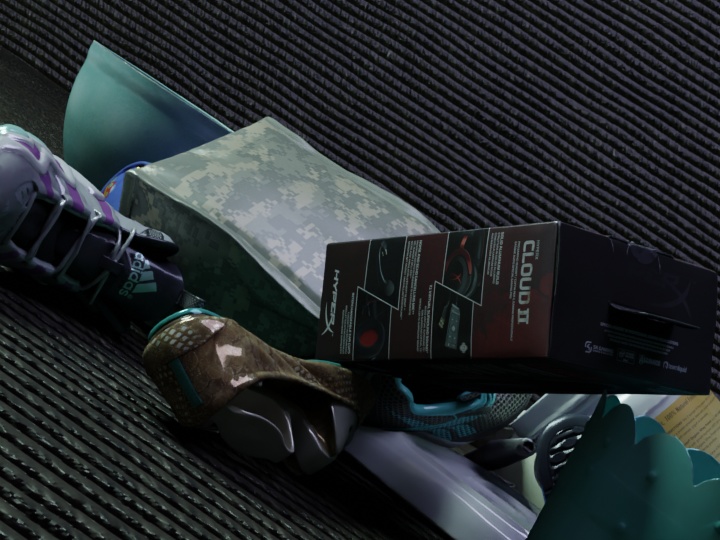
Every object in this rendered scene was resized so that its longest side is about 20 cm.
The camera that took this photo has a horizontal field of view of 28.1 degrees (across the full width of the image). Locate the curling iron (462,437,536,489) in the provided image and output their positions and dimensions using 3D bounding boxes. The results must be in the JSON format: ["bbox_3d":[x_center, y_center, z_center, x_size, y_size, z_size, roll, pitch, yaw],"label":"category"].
[{"bbox_3d":[0.107,0.144,1.080,0.049,0.026,0.200,33,-17,5],"label":"curling iron"}]

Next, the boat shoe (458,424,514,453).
[{"bbox_3d":[0.081,0.101,1.161,0.201,0.061,0.072,23,26,-54],"label":"boat shoe"}]

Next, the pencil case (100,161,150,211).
[{"bbox_3d":[-0.129,-0.019,1.217,0.200,0.087,0.078,31,36,-38],"label":"pencil case"}]

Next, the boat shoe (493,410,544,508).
[{"bbox_3d":[0.168,0.186,1.202,0.060,0.072,0.202,27,12,-32],"label":"boat shoe"}]

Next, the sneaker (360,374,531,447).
[{"bbox_3d":[0.064,0.087,1.023,0.199,0.078,0.091,1,-10,-42],"label":"sneaker"}]

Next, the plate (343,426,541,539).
[{"bbox_3d":[0.093,0.170,0.985,0.199,0.032,0.200,35,3,30],"label":"plate"}]

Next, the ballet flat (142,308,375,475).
[{"bbox_3d":[-0.046,0.079,0.782,0.200,0.070,0.066,26,35,-55],"label":"ballet flat"}]

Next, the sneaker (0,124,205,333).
[{"bbox_3d":[-0.152,-0.012,0.820,0.139,0.078,0.200,33,3,5],"label":"sneaker"}]

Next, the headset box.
[{"bbox_3d":[0.095,0.026,0.818,0.148,0.076,0.199,14,-13,-42],"label":"headset box"}]

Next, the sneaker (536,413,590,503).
[{"bbox_3d":[0.174,0.187,0.924,0.201,0.066,0.079,58,-5,22],"label":"sneaker"}]

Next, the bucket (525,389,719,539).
[{"bbox_3d":[0.179,0.175,0.773,0.207,0.135,0.207,33,3,-2],"label":"bucket"}]

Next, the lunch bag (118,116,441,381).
[{"bbox_3d":[-0.044,0.002,0.961,0.199,0.118,0.164,32,32,19],"label":"lunch bag"}]

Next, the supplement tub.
[{"bbox_3d":[0.218,0.154,1.052,0.200,0.144,0.144,52,5,9],"label":"supplement tub"}]

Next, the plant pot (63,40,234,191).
[{"bbox_3d":[-0.206,-0.109,1.386,0.200,0.135,0.200,33,3,-2],"label":"plant pot"}]
